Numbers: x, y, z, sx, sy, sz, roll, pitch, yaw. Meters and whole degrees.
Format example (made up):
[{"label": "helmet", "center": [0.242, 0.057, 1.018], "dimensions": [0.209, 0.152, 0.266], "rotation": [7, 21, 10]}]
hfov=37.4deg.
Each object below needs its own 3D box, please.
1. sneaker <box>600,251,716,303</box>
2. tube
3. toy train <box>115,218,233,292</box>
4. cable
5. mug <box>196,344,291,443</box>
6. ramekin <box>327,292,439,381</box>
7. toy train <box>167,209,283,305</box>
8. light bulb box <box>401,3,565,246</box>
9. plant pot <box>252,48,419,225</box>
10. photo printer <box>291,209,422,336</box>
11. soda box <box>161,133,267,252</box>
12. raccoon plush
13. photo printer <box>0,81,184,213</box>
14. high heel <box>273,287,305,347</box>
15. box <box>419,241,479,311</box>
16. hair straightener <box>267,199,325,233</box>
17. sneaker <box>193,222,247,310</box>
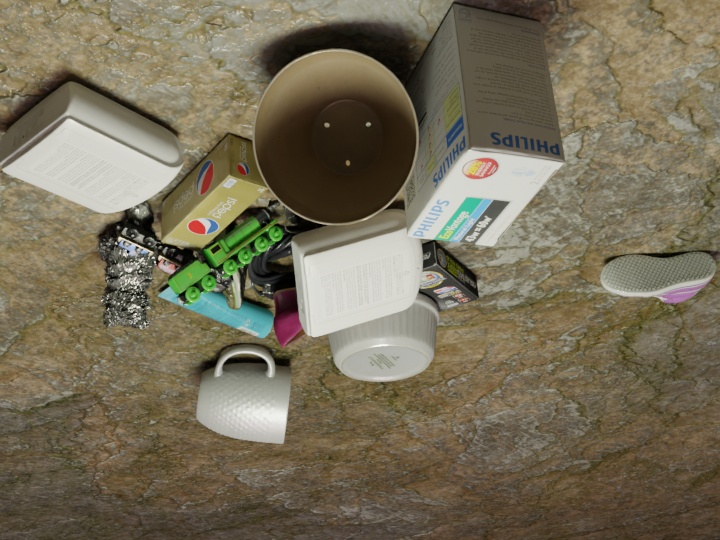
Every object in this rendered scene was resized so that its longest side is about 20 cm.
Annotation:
[{"label": "sneaker", "center": [0.499, 0.027, 1.822], "dimensions": [0.197, 0.074, 0.115], "rotation": [-2, 155, -4]}, {"label": "tube", "center": [-0.241, 0.062, 1.813], "dimensions": [0.198, 0.051, 0.077], "rotation": [24, 138, -33]}, {"label": "toy train", "center": [-0.274, -0.018, 1.551], "dimensions": [0.198, 0.034, 0.046], "rotation": [29, 117, -30]}, {"label": "cable", "center": [-0.083, -0.016, 1.694], "dimensions": [0.196, 0.051, 0.164], "rotation": [-4, 144, -8]}, {"label": "mug", "center": [-0.223, 0.229, 2.044], "dimensions": [0.172, 0.148, 0.203], "rotation": [7, 121, -5]}, {"label": "ramekin", "center": [0.039, 0.116, 1.802], "dimensions": [0.198, 0.096, 0.203], "rotation": [-3, 152, -2]}, {"label": "toy train", "center": [-0.196, -0.022, 1.549], "dimensions": [0.199, 0.057, 0.042], "rotation": [-39, -172, -26]}, {"label": "light bulb box", "center": [0.135, -0.167, 1.269], "dimensions": [0.123, 0.203, 0.199], "rotation": [6, 151, -18]}, {"label": "plant pot", "center": [-0.022, -0.162, 1.302], "dimensions": [0.197, 0.204, 0.134], "rotation": [-8, -174, 8]}, {"label": "photo printer", "center": [0.000, 0.000, 1.603], "dimensions": [0.197, 0.070, 0.168], "rotation": [-16, 129, -15]}, {"label": "soda box", "center": [-0.206, -0.104, 1.479], "dimensions": [0.063, 0.069, 0.199], "rotation": [16, 146, -34]}, {"label": "raccoon plush", "center": [-0.352, 0.000, 1.579], "dimensions": [0.095, 0.136, 0.201], "rotation": [-1, 152, -4]}, {"label": "photo printer", "center": [-0.339, -0.149, 1.375], "dimensions": [0.165, 0.071, 0.199], "rotation": [-26, 146, 34]}, {"label": "high heel", "center": [-0.042, 0.063, 1.687], "dimensions": [0.196, 0.097, 0.068], "rotation": [-8, 148, -6]}, {"label": "box", "center": [0.078, 0.030, 1.794], "dimensions": [0.197, 0.045, 0.160], "rotation": [-19, 149, 26]}, {"label": "hair straightener", "center": [-0.096, -0.105, 1.536], "dimensions": [0.076, 0.042, 0.200], "rotation": [-8, 156, 7]}, {"label": "sneaker", "center": [-0.226, -0.009, 1.667], "dimensions": [0.087, 0.078, 0.201], "rotation": [4, 146, 5]}]
